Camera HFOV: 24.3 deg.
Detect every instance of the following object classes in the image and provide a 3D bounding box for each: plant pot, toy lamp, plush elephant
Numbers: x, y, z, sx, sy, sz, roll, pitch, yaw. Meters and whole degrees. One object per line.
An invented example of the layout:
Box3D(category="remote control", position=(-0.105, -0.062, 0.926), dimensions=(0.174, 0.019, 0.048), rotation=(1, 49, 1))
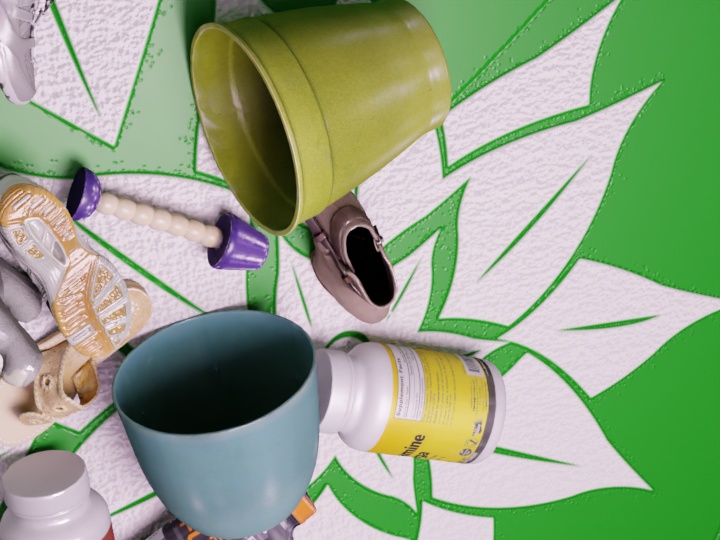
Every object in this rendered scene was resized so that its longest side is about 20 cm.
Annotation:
Box3D(category="plant pot", position=(-0.130, 0.162, 1.634), dimensions=(0.199, 0.201, 0.162), rotation=(-17, 123, -13))
Box3D(category="toy lamp", position=(-0.181, -0.044, 1.598), dimensions=(0.198, 0.058, 0.059), rotation=(18, 106, -24))
Box3D(category="plant pot", position=(-0.026, -0.160, 1.540), dimensions=(0.192, 0.200, 0.202), rotation=(-23, 120, -23))
Box3D(category="plush elephant", position=(-0.397, 0.043, 1.497), dimensions=(0.154, 0.165, 0.200), rotation=(-37, 123, 8))

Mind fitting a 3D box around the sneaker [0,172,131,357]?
Box3D(category="sneaker", position=(-0.280, -0.011, 1.557), dimensions=(0.075, 0.088, 0.201), rotation=(-33, 123, -15))

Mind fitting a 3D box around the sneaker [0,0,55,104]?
Box3D(category="sneaker", position=(-0.292, -0.241, 1.451), dimensions=(0.081, 0.075, 0.202), rotation=(-8, 115, -16))

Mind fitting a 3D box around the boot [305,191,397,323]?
Box3D(category="boot", position=(0.000, 0.000, 1.634), dimensions=(0.070, 0.146, 0.201), rotation=(-34, 121, -5))

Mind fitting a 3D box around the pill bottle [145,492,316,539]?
Box3D(category="pill bottle", position=(-0.142, 0.282, 1.732), dimensions=(0.199, 0.106, 0.107), rotation=(-38, 121, -2))

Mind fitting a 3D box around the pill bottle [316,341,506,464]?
Box3D(category="pill bottle", position=(0.042, 0.136, 1.733), dimensions=(0.198, 0.113, 0.113), rotation=(10, 110, -24))

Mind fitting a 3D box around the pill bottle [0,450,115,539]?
Box3D(category="pill bottle", position=(-0.299, 0.287, 1.669), dimensions=(0.111, 0.112, 0.202), rotation=(-14, 118, -15))

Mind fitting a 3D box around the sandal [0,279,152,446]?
Box3D(category="sandal", position=(-0.281, 0.101, 1.616), dimensions=(0.212, 0.070, 0.078), rotation=(-45, 121, 3))
